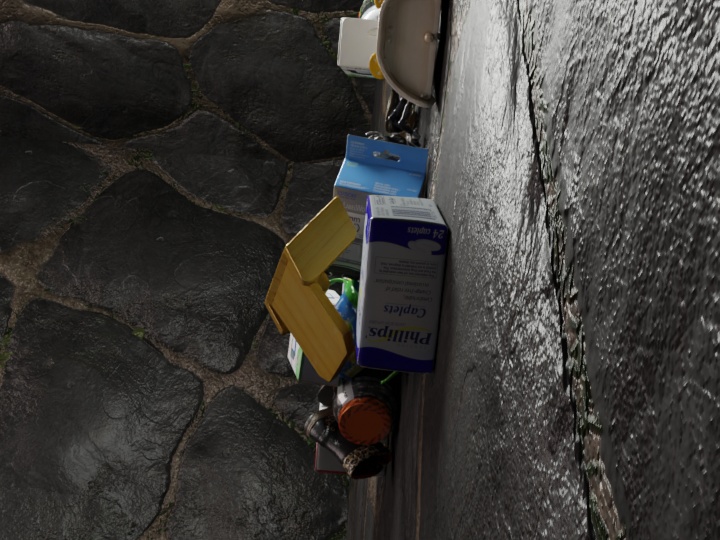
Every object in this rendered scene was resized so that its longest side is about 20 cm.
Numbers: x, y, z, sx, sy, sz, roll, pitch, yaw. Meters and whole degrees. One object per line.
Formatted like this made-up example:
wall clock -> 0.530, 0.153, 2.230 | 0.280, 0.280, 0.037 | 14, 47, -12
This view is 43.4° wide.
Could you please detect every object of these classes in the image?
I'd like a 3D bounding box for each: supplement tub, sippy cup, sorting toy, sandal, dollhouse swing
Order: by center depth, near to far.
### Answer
dollhouse swing -> -0.043, 0.035, 1.416 | 0.182, 0.175, 0.201 | -46, -8, -30
sorting toy -> 0.092, -0.375, 1.431 | 0.180, 0.105, 0.203 | -41, -41, -65
sippy cup -> -0.011, 0.109, 1.546 | 0.130, 0.139, 0.178 | -47, 42, 10
supplement tub -> 0.009, 0.221, 1.690 | 0.201, 0.120, 0.124 | -89, 4, -59
sandal -> 0.084, -0.288, 1.770 | 0.200, 0.054, 0.083 | 66, -148, -64
supplement tub -> 0.055, -0.588, 2.140 | 0.201, 0.120, 0.124 | -88, 4, -59

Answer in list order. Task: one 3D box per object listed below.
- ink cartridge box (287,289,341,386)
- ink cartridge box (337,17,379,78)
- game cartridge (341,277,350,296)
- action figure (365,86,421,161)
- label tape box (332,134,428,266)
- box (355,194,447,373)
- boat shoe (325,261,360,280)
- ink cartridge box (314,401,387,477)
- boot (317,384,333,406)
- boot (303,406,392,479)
ink cartridge box -> -0.080, 0.119, 1.698 | 0.200, 0.086, 0.148 | -139, 56, -79
ink cartridge box -> 0.039, -0.392, 1.619 | 0.200, 0.144, 0.085 | -52, -32, -82
game cartridge -> 0.000, 0.000, 1.673 | 0.133, 0.040, 0.204 | -133, 51, -77
action figure -> 0.060, -0.216, 1.555 | 0.119, 0.100, 0.204 | -128, 43, -70
label tape box -> 0.027, -0.106, 1.483 | 0.063, 0.142, 0.203 | -56, -26, -60
box -> 0.051, 0.013, 1.238 | 0.184, 0.103, 0.204 | -92, 6, -76
boat shoe -> -0.005, -0.012, 1.578 | 0.069, 0.197, 0.057 | -65, -18, -46
ink cartridge box -> -0.020, 0.345, 1.890 | 0.200, 0.142, 0.085 | -96, 10, -76
boot -> -0.017, 0.203, 1.994 | 0.188, 0.068, 0.200 | -45, 11, 8
boot -> 0.008, 0.314, 1.725 | 0.150, 0.198, 0.074 | 41, 126, 39
